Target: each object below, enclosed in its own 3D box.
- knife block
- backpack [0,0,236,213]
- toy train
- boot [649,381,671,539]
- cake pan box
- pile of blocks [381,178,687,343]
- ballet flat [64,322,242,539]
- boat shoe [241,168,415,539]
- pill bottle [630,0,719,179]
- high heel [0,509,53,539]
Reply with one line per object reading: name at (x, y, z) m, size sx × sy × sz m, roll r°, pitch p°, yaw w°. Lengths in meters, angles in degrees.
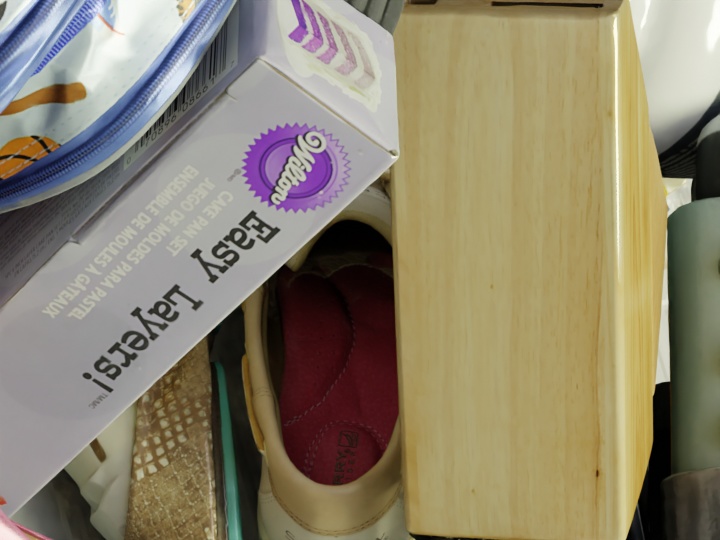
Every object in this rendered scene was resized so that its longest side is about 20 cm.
knife block at (0.046, 0.039, 0.756) m, size 0.200 × 0.064 × 0.176 m, roll 67°, pitch 27°, yaw -64°
backpack at (-0.117, -0.093, 0.646) m, size 0.154 × 0.200 × 0.191 m, roll 50°, pitch 53°, yaw -22°
toy train at (0.134, 0.047, 0.846) m, size 0.114 × 0.085 × 0.200 m, roll 45°, pitch 45°, yaw -62°
boot at (0.075, 0.131, 0.898) m, size 0.211 × 0.079 × 0.158 m, roll -13°, pitch 75°, yaw -33°
cake pan box at (-0.067, -0.039, 0.740) m, size 0.052 × 0.200 × 0.184 m, roll 34°, pitch 29°, yaw -25°
pile of blocks at (0.071, 0.013, 0.943) m, size 0.200 × 0.082 × 0.062 m, roll -36°, pitch 96°, yaw -42°
ballet flat at (-0.070, 0.027, 0.847) m, size 0.065 × 0.071 × 0.200 m, roll 1°, pitch 66°, yaw -10°
boat shoe at (0.000, 0.000, 0.839) m, size 0.074 × 0.069 × 0.200 m, roll -1°, pitch 59°, yaw 1°
pill bottle at (0.096, -0.090, 0.899) m, size 0.200 × 0.120 × 0.120 m, roll -1°, pitch 73°, yaw -48°
high heel at (-0.075, 0.060, 0.676) m, size 0.096 × 0.067 × 0.200 m, roll -34°, pitch 115°, yaw -15°
